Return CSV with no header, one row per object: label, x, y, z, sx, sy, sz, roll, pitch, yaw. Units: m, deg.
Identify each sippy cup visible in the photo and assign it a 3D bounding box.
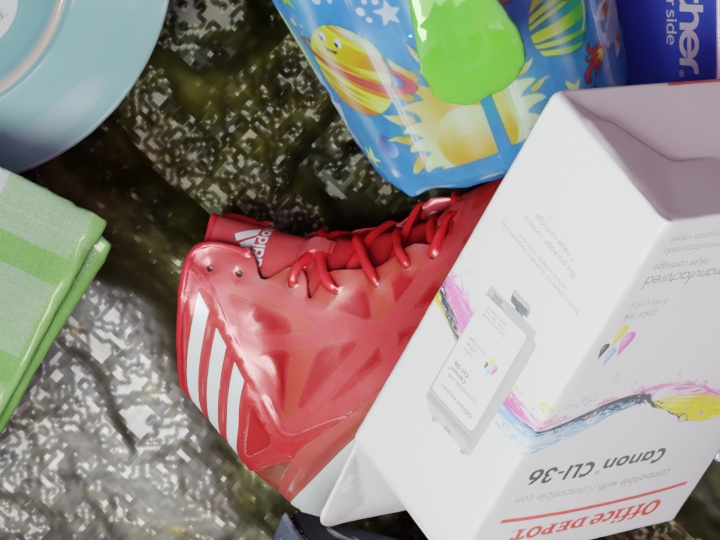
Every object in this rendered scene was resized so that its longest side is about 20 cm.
sippy cup,0.029,-0.102,1.046,0.140,0.178,0.130,-10,111,38

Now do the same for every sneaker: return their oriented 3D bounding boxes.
sneaker,0.000,0.000,1.103,0.116,0.078,0.200,39,114,1

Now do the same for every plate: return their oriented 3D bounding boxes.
plate,-0.167,-0.125,1.113,0.200,0.026,0.200,4,108,14

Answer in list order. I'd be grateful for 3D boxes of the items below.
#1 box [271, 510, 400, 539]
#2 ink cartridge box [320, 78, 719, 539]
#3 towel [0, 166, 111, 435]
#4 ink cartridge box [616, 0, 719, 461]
box,0.039,0.190,1.091,0.200,0.051,0.158,17,100,-19
ink cartridge box,0.079,0.031,1.023,0.068,0.116,0.200,52,130,30
towel,-0.205,0.006,1.100,0.200,0.031,0.149,26,83,18
ink cartridge box,0.116,-0.036,1.100,0.044,0.094,0.200,-6,99,-34
